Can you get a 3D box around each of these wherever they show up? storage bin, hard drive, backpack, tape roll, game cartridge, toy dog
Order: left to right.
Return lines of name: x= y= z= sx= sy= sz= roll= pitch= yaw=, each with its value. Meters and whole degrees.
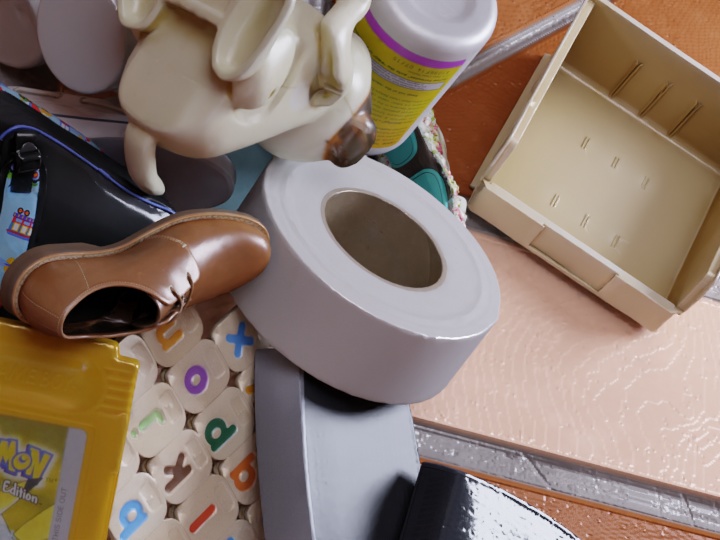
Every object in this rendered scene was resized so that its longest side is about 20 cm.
game cartridge: x=-0.245 y=0.130 z=1.388 sx=0.176 sy=0.032 sz=0.201 roll=11 pitch=95 yaw=-4
backpack: x=-0.240 y=-0.001 z=1.470 sx=0.182 sy=0.200 sz=0.135 roll=32 pitch=6 yaw=-36
toy dog: x=-0.062 y=-0.130 z=1.466 sx=0.200 sy=0.139 sz=0.195 roll=11 pitch=96 yaw=-57
hard drive: x=-0.010 y=0.154 z=1.517 sx=0.135 sy=0.042 sz=0.201 roll=9 pitch=68 yaw=-43
tape roll: x=0.000 y=0.000 z=1.550 sx=0.202 sy=0.071 sz=0.203 roll=25 pitch=32 yaw=-17
hard drive: x=0.112 y=0.232 z=1.527 sx=0.200 sy=0.042 sz=0.135 roll=35 pitch=53 yaw=-24
storage bin: x=0.215 y=-0.086 z=1.754 sx=0.200 sy=0.094 sz=0.199 roll=34 pitch=55 yaw=-4

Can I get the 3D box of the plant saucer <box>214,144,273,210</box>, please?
plant saucer: x=-0.089 y=-0.080 z=1.657 sx=0.199 sy=0.027 sz=0.201 roll=10 pitch=60 yaw=-18

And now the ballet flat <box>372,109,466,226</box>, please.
ballet flat: x=0.052 y=-0.071 z=1.692 sx=0.064 sy=0.076 sz=0.201 roll=10 pitch=61 yaw=-48

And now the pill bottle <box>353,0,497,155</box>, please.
pill bottle: x=0.014 y=-0.154 z=1.603 sx=0.104 sy=0.200 sz=0.105 roll=13 pitch=56 yaw=-21

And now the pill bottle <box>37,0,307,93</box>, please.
pill bottle: x=-0.138 y=-0.188 z=1.568 sx=0.113 sy=0.113 sz=0.200 roll=54 pitch=37 yaw=10

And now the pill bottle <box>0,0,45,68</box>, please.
pill bottle: x=-0.215 y=-0.251 z=1.642 sx=0.113 sy=0.113 sz=0.200 roll=43 pitch=55 yaw=3

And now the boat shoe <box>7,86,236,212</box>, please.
boat shoe: x=-0.183 y=-0.099 z=1.575 sx=0.199 sy=0.074 sz=0.065 roll=14 pitch=49 yaw=5

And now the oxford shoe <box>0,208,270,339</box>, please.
oxford shoe: x=-0.131 y=0.012 z=1.402 sx=0.200 sy=0.072 sz=0.071 roll=-17 pitch=36 yaw=-37

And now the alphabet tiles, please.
alphabet tiles: x=-0.111 y=0.120 z=1.486 sx=0.196 sy=0.015 sz=0.200 roll=-45 pitch=118 yaw=-36
